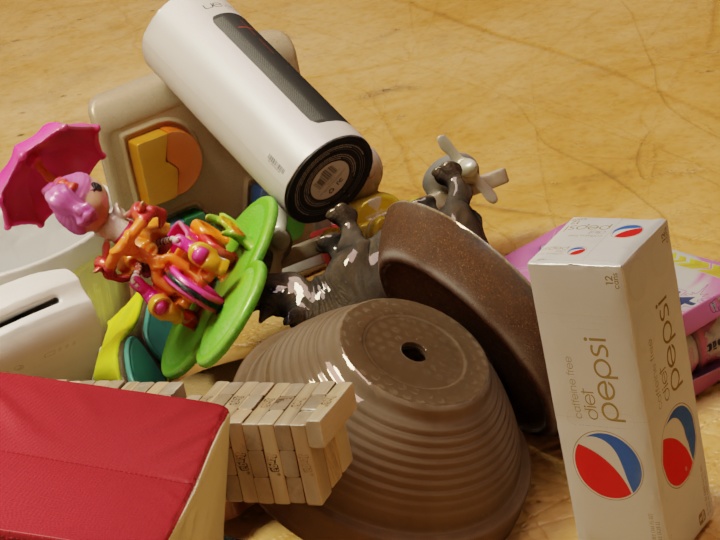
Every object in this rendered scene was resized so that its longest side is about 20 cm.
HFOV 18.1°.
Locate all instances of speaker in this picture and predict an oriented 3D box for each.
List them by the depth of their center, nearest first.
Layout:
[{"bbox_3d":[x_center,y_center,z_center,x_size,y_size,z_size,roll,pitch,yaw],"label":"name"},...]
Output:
[{"bbox_3d":[-0.080,-0.125,1.681,0.081,0.082,0.200,-24,52,-27],"label":"speaker"}]

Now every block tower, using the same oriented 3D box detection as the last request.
[{"bbox_3d":[-0.100,0.101,1.334,0.198,0.058,0.054,-2,24,23],"label":"block tower"}]

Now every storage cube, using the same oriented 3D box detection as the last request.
[{"bbox_3d":[-0.179,0.177,1.257,0.178,0.201,0.171,8,25,7],"label":"storage cube"}]

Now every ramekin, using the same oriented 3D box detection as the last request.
[{"bbox_3d":[-0.277,0.014,1.810,0.198,0.106,0.200,-11,22,4],"label":"ramekin"}]

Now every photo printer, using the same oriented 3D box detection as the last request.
[{"bbox_3d":[-0.261,0.079,1.554,0.166,0.070,0.200,-27,-16,-23],"label":"photo printer"}]

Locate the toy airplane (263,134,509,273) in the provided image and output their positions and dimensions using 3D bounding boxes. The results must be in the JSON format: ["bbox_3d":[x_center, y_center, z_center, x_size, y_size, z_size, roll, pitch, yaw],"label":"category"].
[{"bbox_3d":[0.001,-0.036,1.737,0.198,0.142,0.200,-3,25,22],"label":"toy airplane"}]

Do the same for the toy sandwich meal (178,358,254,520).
[{"bbox_3d":[-0.057,0.111,1.535,0.203,0.071,0.205,-8,12,2],"label":"toy sandwich meal"}]

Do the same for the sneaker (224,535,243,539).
[{"bbox_3d":[-0.158,0.162,1.402,0.198,0.115,0.076,2,28,25],"label":"sneaker"}]

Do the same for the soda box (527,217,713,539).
[{"bbox_3d":[0.155,0.072,1.335,0.063,0.201,0.068,2,26,33],"label":"soda box"}]

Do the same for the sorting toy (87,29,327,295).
[{"bbox_3d":[-0.110,-0.069,1.792,0.184,0.201,0.036,-24,22,-26],"label":"sorting toy"}]

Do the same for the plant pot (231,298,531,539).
[{"bbox_3d":[0.021,0.084,1.405,0.199,0.093,0.202,14,36,-11],"label":"plant pot"}]

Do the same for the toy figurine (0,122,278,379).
[{"bbox_3d":[-0.169,-0.026,1.577,0.151,0.183,0.200,-57,15,7],"label":"toy figurine"}]

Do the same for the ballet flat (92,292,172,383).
[{"bbox_3d":[-0.175,0.075,1.688,0.067,0.067,0.200,-30,17,12],"label":"ballet flat"}]

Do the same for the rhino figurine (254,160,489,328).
[{"bbox_3d":[0.000,0.000,1.595,0.199,0.060,0.088,-23,60,-11],"label":"rhino figurine"}]

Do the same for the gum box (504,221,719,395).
[{"bbox_3d":[0.179,0.033,1.583,0.113,0.067,0.199,-28,27,-29],"label":"gum box"}]

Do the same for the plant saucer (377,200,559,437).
[{"bbox_3d":[0.078,0.040,1.477,0.034,0.201,0.200,-43,33,-17],"label":"plant saucer"}]
